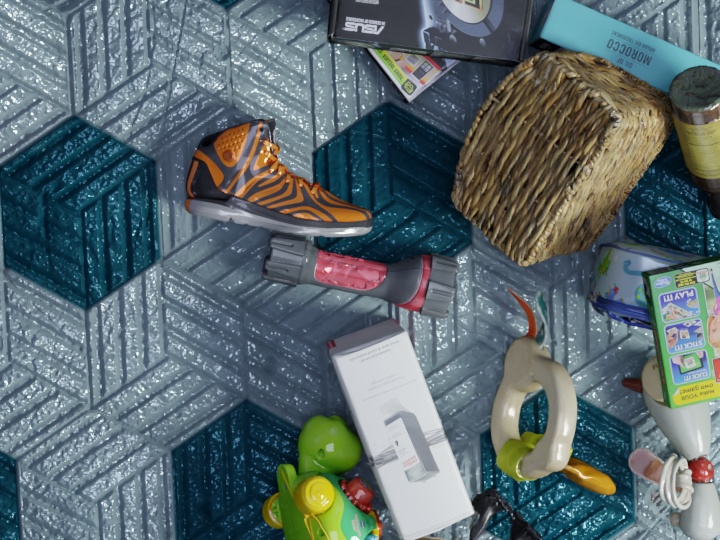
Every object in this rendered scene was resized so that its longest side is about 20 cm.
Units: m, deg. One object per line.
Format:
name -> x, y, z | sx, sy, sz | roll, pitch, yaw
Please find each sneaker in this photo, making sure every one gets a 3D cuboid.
sneaker -> -0.079, -0.098, 1.607 | 0.199, 0.078, 0.113 | 10, 94, -3

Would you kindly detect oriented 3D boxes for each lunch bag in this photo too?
lunch bag -> 0.338, 0.025, 1.589 | 0.199, 0.161, 0.083 | 11, 93, -4

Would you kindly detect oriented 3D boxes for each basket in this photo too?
basket -> 0.201, -0.123, 1.585 | 0.143, 0.149, 0.201 | 43, 120, 23

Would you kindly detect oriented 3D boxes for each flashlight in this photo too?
flashlight -> 0.000, 0.000, 1.620 | 0.199, 0.068, 0.068 | 12, 104, -5

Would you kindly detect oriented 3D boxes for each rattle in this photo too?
rattle -> 0.216, 0.124, 1.639 | 0.142, 0.130, 0.201 | 7, 67, -13

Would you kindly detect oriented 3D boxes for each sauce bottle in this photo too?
sauce bottle -> 0.358, -0.124, 1.576 | 0.064, 0.200, 0.065 | -11, 55, 16

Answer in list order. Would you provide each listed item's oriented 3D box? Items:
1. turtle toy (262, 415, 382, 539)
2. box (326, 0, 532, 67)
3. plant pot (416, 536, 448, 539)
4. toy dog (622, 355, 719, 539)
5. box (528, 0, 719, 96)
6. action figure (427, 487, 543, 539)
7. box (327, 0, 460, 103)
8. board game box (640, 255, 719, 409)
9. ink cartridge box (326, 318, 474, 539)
turtle toy -> -0.033, 0.250, 1.611 | 0.100, 0.146, 0.201 | -7, 77, -24
box -> 0.073, -0.299, 1.561 | 0.199, 0.086, 0.165 | 8, 94, -3
plant pot -> 0.068, 0.383, 1.669 | 0.199, 0.027, 0.202 | 0, 93, -1
toy dog -> 0.321, 0.176, 1.628 | 0.132, 0.096, 0.201 | 33, 57, -40
box -> 0.278, -0.221, 1.611 | 0.199, 0.082, 0.049 | 23, 91, -4
action figure -> 0.092, 0.320, 1.604 | 0.200, 0.102, 0.119 | -45, 106, 0
box -> 0.030, -0.287, 1.620 | 0.110, 0.035, 0.200 | -39, 94, 0
board game box -> 0.381, 0.047, 1.502 | 0.199, 0.029, 0.135 | -12, 99, -2
ink cartridge box -> 0.038, 0.160, 1.594 | 0.084, 0.146, 0.201 | -19, 94, -2
